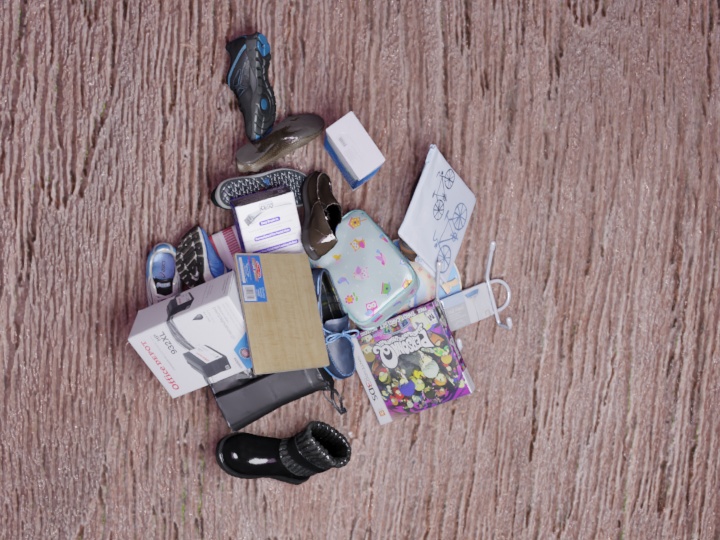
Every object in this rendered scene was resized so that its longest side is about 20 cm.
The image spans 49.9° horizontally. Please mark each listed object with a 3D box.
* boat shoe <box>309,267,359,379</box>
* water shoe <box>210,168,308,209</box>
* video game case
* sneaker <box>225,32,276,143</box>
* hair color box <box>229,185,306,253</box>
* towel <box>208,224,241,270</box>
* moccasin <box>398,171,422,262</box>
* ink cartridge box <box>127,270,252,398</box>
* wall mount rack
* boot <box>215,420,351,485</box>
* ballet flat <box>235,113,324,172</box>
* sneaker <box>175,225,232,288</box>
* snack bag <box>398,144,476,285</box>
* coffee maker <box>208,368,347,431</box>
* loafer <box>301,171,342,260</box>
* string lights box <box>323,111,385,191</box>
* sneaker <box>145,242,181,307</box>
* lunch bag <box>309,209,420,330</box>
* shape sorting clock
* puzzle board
[{"bbox_3d":[-0.055,0.094,1.366,0.084,0.068,0.203,-26,92,-44],"label":"boat shoe"},{"bbox_3d":[-0.183,-0.152,1.450,0.197,0.079,0.073,-5,94,-30],"label":"water shoe"},{"bbox_3d":[0.088,0.172,1.440,0.198,0.036,0.184,-23,93,23],"label":"video game case"},{"bbox_3d":[-0.209,-0.339,1.459,0.081,0.073,0.204,0,93,23],"label":"sneaker"},{"bbox_3d":[-0.159,-0.040,1.399,0.108,0.065,0.203,-16,113,-15],"label":"hair color box"},{"bbox_3d":[-0.216,-0.017,1.469,0.197,0.023,0.146,-24,91,-5],"label":"towel"},{"bbox_3d":[0.128,-0.113,1.470,0.072,0.078,0.205,11,72,12],"label":"moccasin"},{"bbox_3d":[-0.268,0.111,1.317,0.197,0.084,0.146,-22,119,13],"label":"ink cartridge box"},{"bbox_3d":[0.205,0.045,1.450,0.197,0.074,0.177,-20,101,-17],"label":"wall mount rack"},{"bbox_3d":[-0.136,0.318,1.377,0.209,0.157,0.081,17,56,-31],"label":"boot"},{"bbox_3d":[-0.149,-0.235,1.446,0.199,0.047,0.067,-36,60,-27],"label":"ballet flat"},{"bbox_3d":[-0.272,0.013,1.420,0.078,0.089,0.203,-30,73,28],"label":"sneaker"},{"bbox_3d":[0.139,-0.097,1.411,0.021,0.200,0.191,10,71,37],"label":"snack bag"},{"bbox_3d":[-0.158,0.209,1.403,0.198,0.135,0.194,-27,73,5],"label":"coffee maker"},{"bbox_3d":[-0.062,-0.105,1.412,0.070,0.073,0.202,-18,49,20],"label":"loafer"},{"bbox_3d":[-0.015,-0.210,1.395,0.059,0.200,0.103,-35,93,-3],"label":"string lights box"},{"bbox_3d":[-0.363,0.050,1.433,0.071,0.072,0.204,-4,91,-6],"label":"sneaker"},{"bbox_3d":[0.000,0.000,1.430,0.160,0.077,0.201,-42,68,4],"label":"lunch bag"},{"bbox_3d":[0.098,0.037,1.482,0.196,0.039,0.204,0,90,-4],"label":"shape sorting clock"},{"bbox_3d":[-0.133,0.069,1.297,0.149,0.017,0.203,-1,72,-39],"label":"puzzle board"}]
